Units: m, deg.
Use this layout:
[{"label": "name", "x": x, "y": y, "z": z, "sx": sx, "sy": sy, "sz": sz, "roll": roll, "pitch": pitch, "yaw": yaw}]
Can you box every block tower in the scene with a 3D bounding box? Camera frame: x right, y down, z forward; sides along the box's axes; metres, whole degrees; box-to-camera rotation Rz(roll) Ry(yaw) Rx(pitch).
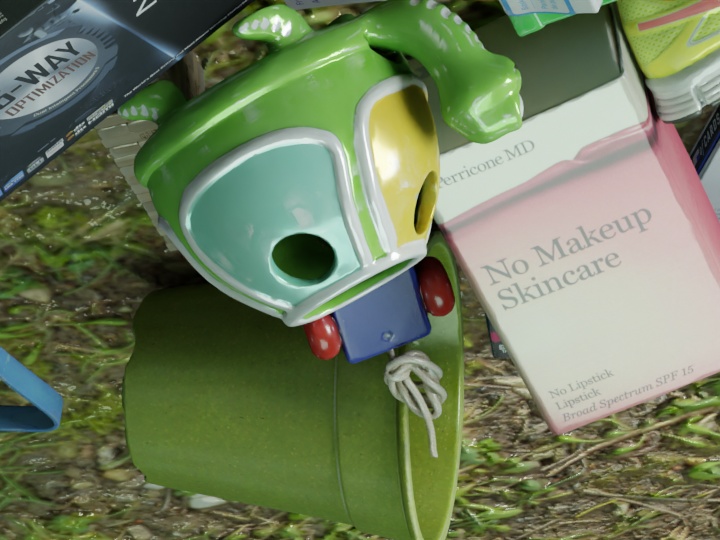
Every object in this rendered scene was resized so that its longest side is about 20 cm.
[{"label": "block tower", "x": -0.106, "y": -0.079, "z": 1.291, "sx": 0.057, "sy": 0.054, "sz": 0.200, "roll": -11, "pitch": 150, "yaw": 10}]

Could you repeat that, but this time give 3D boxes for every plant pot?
[{"label": "plant pot", "x": -0.043, "y": 0.075, "z": 1.470, "sx": 0.188, "sy": 0.202, "sz": 0.200, "roll": 1, "pitch": 153, "yaw": 11}]

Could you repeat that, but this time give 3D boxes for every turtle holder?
[{"label": "turtle holder", "x": -0.013, "y": -0.057, "z": 1.158, "sx": 0.184, "sy": 0.132, "sz": 0.141, "roll": -27, "pitch": 173, "yaw": -4}]

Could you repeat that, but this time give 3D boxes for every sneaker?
[{"label": "sneaker", "x": 0.215, "y": -0.162, "z": 1.189, "sx": 0.199, "sy": 0.091, "sz": 0.078, "roll": -34, "pitch": -179, "yaw": 10}]

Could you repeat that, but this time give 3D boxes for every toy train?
[{"label": "toy train", "x": 0.000, "y": 0.000, "z": 1.327, "sx": 0.084, "sy": 0.116, "sz": 0.201, "roll": -20, "pitch": 127, "yaw": -3}]

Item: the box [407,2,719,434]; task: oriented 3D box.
[{"label": "box", "x": 0.117, "y": -0.032, "z": 1.276, "sx": 0.127, "sy": 0.109, "sz": 0.201, "roll": -23, "pitch": 123, "yaw": 13}]

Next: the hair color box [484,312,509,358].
[{"label": "hair color box", "x": 0.118, "y": -0.021, "z": 1.433, "sx": 0.099, "sy": 0.061, "sz": 0.200, "roll": -9, "pitch": 150, "yaw": 3}]

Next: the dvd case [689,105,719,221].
[{"label": "dvd case", "x": 0.274, "y": -0.071, "z": 1.413, "sx": 0.149, "sy": 0.025, "sz": 0.200, "roll": 0, "pitch": 151, "yaw": -12}]

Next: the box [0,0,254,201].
[{"label": "box", "x": -0.127, "y": -0.113, "z": 1.035, "sx": 0.200, "sy": 0.044, "sz": 0.160, "roll": -39, "pitch": 168, "yaw": -10}]

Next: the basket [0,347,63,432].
[{"label": "basket", "x": -0.295, "y": 0.058, "z": 1.406, "sx": 0.198, "sy": 0.140, "sz": 0.177, "roll": -5, "pitch": 152, "yaw": 19}]

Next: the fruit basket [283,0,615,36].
[{"label": "fruit basket", "x": 0.029, "y": -0.167, "z": 1.119, "sx": 0.198, "sy": 0.095, "sz": 0.185, "roll": -7, "pitch": 157, "yaw": 16}]
